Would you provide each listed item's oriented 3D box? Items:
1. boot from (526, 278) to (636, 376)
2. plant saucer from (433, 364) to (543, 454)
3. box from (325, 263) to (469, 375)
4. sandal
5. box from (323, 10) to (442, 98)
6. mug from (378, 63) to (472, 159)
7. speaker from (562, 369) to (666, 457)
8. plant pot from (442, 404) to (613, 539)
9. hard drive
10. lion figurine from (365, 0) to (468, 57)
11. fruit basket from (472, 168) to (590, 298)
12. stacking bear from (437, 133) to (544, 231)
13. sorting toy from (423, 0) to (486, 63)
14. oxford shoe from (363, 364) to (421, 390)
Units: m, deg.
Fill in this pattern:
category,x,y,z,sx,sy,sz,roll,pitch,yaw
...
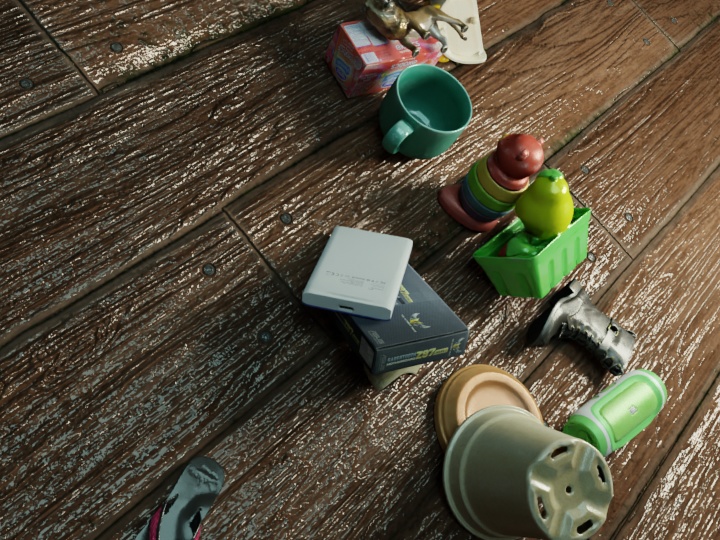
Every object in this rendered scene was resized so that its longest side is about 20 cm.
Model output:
category,x,y,z,sx,sy,sz,roll,pitch,yaw
boot,0.398,0.119,1.351,0.174,0.069,0.200,46,52,4
plant saucer,0.211,0.241,1.215,0.199,0.037,0.201,11,60,-19
box,0.045,0.065,1.159,0.157,0.051,0.200,-8,36,-25
sandal,-0.230,0.319,0.956,0.075,0.045,0.201,30,55,-8
box,0.045,-0.409,1.450,0.199,0.095,0.103,-22,75,-33
mug,0.096,-0.277,1.391,0.184,0.114,0.153,-8,68,-28
speaker,0.428,0.241,1.290,0.199,0.088,0.089,-25,76,-34
plant pot,0.244,0.294,1.076,0.199,0.183,0.202,2,83,-20
hard drive,0.000,0.000,1.179,0.131,0.026,0.200,11,33,8
lion figurine,0.103,-0.454,1.410,0.199,0.073,0.123,-16,57,-46
fruit basket,0.302,-0.077,1.329,0.215,0.155,0.217,-3,95,-42
stacking bear,0.244,-0.164,1.347,0.121,0.200,0.114,-28,77,-34
sorting toy,0.170,-0.537,1.555,0.106,0.200,0.181,-18,53,4
oxford shoe,0.077,0.122,1.210,0.199,0.071,0.074,-23,104,-36
